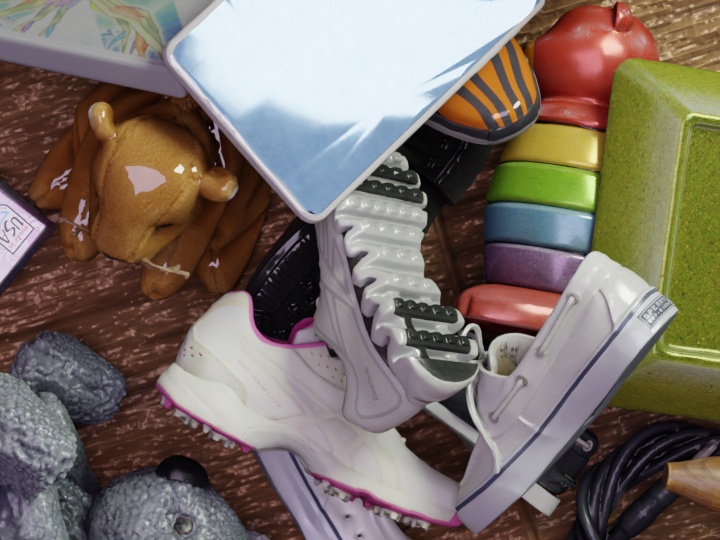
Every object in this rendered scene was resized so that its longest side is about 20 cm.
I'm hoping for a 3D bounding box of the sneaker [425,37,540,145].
[{"bbox_3d":[0.035,-0.167,1.647,0.077,0.112,0.200,-30,59,-12],"label":"sneaker"}]

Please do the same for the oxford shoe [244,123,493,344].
[{"bbox_3d":[-0.005,-0.029,1.709,0.200,0.084,0.073,-46,116,-9],"label":"oxford shoe"}]

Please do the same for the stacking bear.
[{"bbox_3d":[0.126,-0.059,1.689,0.113,0.121,0.201,10,86,1],"label":"stacking bear"}]

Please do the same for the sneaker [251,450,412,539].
[{"bbox_3d":[-0.022,0.114,1.724,0.071,0.073,0.201,-30,99,-5],"label":"sneaker"}]

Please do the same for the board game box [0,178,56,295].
[{"bbox_3d":[-0.325,-0.014,1.745,0.199,0.043,0.200,39,93,0],"label":"board game box"}]

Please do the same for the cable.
[{"bbox_3d":[0.201,0.196,1.716,0.162,0.051,0.201,9,92,3],"label":"cable"}]

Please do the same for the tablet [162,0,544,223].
[{"bbox_3d":[-0.001,-0.137,1.586,0.200,0.014,0.130,-44,98,-17],"label":"tablet"}]

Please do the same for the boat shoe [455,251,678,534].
[{"bbox_3d":[0.091,0.062,1.594,0.086,0.075,0.202,42,132,9],"label":"boat shoe"}]

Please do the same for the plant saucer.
[{"bbox_3d":[0.234,-0.011,1.629,0.198,0.048,0.201,8,88,-11],"label":"plant saucer"}]

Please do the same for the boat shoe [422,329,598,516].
[{"bbox_3d":[0.060,0.066,1.691,0.200,0.076,0.060,41,88,-30],"label":"boat shoe"}]

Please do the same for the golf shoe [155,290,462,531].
[{"bbox_3d":[-0.016,0.083,1.651,0.199,0.075,0.092,27,84,-13],"label":"golf shoe"}]

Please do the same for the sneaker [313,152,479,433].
[{"bbox_3d":[0.000,0.000,1.606,0.081,0.075,0.201,-45,46,36],"label":"sneaker"}]

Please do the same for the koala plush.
[{"bbox_3d":[-0.146,0.163,1.686,0.199,0.177,0.185,21,104,2],"label":"koala plush"}]

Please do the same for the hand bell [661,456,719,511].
[{"bbox_3d":[0.274,0.136,1.667,0.199,0.104,0.105,8,92,-7],"label":"hand bell"}]

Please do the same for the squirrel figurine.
[{"bbox_3d":[-0.105,-0.083,1.659,0.141,0.187,0.201,33,93,2],"label":"squirrel figurine"}]

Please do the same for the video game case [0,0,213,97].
[{"bbox_3d":[-0.151,-0.179,1.655,0.199,0.183,0.022,13,135,20],"label":"video game case"}]
